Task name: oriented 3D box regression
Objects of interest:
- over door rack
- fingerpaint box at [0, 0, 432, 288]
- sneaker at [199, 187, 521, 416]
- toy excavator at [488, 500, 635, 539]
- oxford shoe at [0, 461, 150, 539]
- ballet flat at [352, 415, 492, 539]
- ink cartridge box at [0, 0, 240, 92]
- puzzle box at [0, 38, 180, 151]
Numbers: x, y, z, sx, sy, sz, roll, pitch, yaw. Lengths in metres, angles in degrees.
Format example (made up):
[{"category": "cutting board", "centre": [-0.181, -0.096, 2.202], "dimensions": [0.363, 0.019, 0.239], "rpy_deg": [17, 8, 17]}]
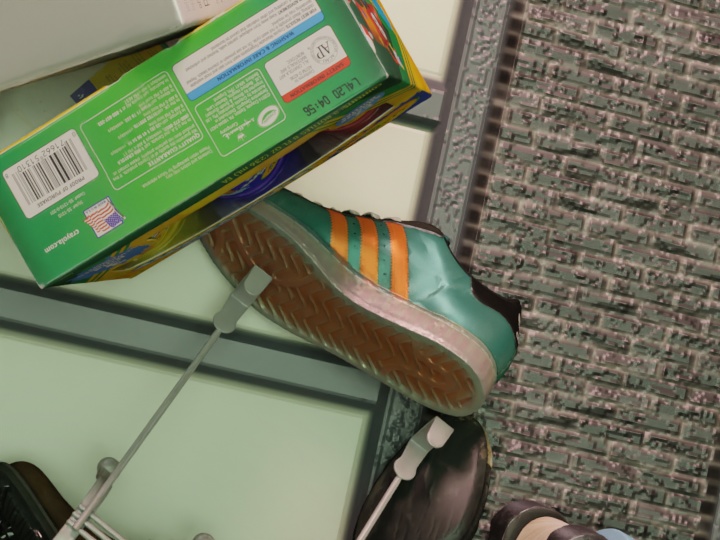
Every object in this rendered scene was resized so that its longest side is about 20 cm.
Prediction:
[{"category": "over door rack", "centre": [-0.063, 0.123, 1.178], "dimensions": [0.148, 0.067, 0.200], "rpy_deg": [39, 65, -6]}, {"category": "fingerpaint box", "centre": [-0.073, -0.070, 1.099], "dimensions": [0.199, 0.167, 0.074], "rpy_deg": [-31, 87, 8]}, {"category": "sneaker", "centre": [0.000, 0.000, 1.222], "dimensions": [0.200, 0.071, 0.080], "rpy_deg": [34, 48, 4]}, {"category": "toy excavator", "centre": [0.138, 0.255, 1.226], "dimensions": [0.199, 0.100, 0.195], "rpy_deg": [31, 85, -16]}, {"category": "oxford shoe", "centre": [-0.131, 0.177, 1.197], "dimensions": [0.200, 0.073, 0.084], "rpy_deg": [50, 56, -2]}, {"category": "ballet flat", "centre": [0.024, 0.176, 1.233], "dimensions": [0.066, 0.057, 0.201], "rpy_deg": [18, 79, 19]}, {"category": "ink cartridge box", "centre": [-0.117, -0.180, 1.108], "dimensions": [0.125, 0.200, 0.129], "rpy_deg": [-15, 98, 25]}, {"category": "puzzle box", "centre": [-0.164, -0.119, 1.211], "dimensions": [0.133, 0.025, 0.200], "rpy_deg": [-41, 96, -9]}]
